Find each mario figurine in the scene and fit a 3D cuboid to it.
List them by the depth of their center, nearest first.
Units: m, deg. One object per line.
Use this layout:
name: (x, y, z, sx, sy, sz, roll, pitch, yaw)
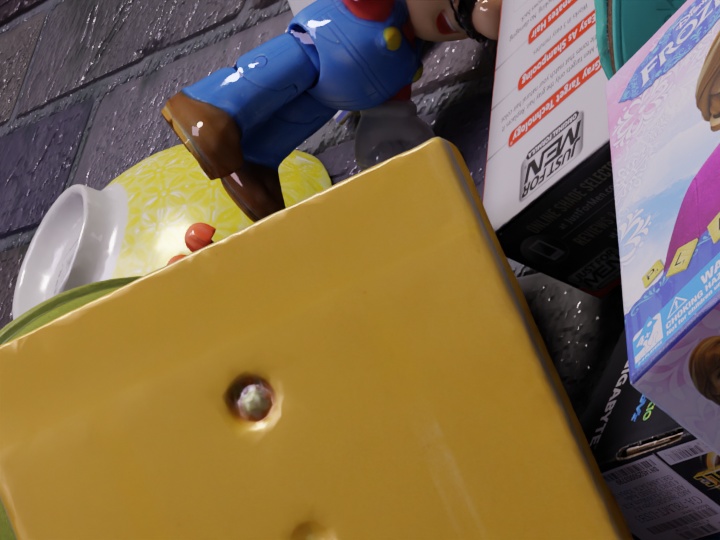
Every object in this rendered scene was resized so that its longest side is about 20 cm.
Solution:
mario figurine: (0.015, -0.099, 1.198, 0.200, 0.106, 0.123, -41, 5, 3)

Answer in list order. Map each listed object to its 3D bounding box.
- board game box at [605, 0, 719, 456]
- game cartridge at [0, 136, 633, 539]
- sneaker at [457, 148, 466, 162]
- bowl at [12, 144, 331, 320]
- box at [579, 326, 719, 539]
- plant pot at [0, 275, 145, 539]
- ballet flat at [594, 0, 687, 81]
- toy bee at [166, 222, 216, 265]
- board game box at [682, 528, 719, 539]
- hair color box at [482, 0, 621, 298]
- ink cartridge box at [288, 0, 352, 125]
board game box: (0.154, -0.070, 0.788, 0.200, 0.041, 0.200, -46, 17, 22)
game cartridge: (-0.012, 0.084, 0.835, 0.176, 0.032, 0.200, -25, 78, 9)
sneaker: (0.000, 0.000, 1.028, 0.200, 0.089, 0.077, 63, -157, -82)
bowl: (-0.109, 0.012, 1.362, 0.200, 0.108, 0.200, -48, 28, 37)
box: (0.163, -0.022, 0.820, 0.198, 0.050, 0.200, -26, 31, 56)
plant pot: (-0.036, 0.092, 0.970, 0.193, 0.200, 0.200, -12, 57, 63)
ballet flat: (0.108, -0.154, 0.937, 0.070, 0.067, 0.200, -70, -18, -71)
toy bee: (-0.032, 0.028, 1.179, 0.131, 0.109, 0.200, -68, 23, 0)
board game box: (0.107, 0.155, 0.832, 0.200, 0.045, 0.152, -32, 40, 53)
hair color box: (0.104, -0.101, 1.063, 0.102, 0.061, 0.200, -40, 34, 48)
ink cartridge box: (0.021, -0.205, 1.336, 0.196, 0.043, 0.200, -44, 58, 42)
